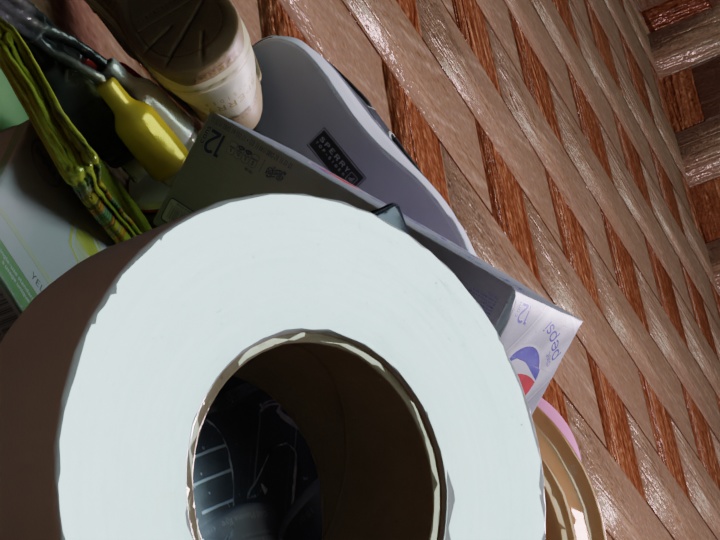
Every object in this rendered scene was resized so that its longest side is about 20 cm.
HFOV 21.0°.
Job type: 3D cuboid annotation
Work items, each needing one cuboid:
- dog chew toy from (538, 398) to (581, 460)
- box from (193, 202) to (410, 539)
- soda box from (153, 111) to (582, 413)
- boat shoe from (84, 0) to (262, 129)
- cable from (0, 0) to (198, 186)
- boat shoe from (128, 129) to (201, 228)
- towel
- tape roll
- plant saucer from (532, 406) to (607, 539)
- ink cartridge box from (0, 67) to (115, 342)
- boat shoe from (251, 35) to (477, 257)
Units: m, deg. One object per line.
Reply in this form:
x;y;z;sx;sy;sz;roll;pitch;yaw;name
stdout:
0.070;0.156;1.208;0.125;0.124;0.200;62;26;-21;dog chew toy
-0.047;0.096;0.762;0.200;0.104;0.183;-26;97;-41;box
0.000;0.000;0.889;0.200;0.064;0.068;32;5;35;soda box
-0.108;-0.142;1.028;0.200;0.071;0.065;60;-1;43;boat shoe
-0.143;-0.115;0.950;0.200;0.050;0.097;54;6;-37;cable
-0.071;-0.052;1.084;0.200;0.071;0.063;-56;136;-66;boat shoe
-0.118;-0.042;0.896;0.086;0.018;0.200;59;-2;21;towel
-0.032;0.079;0.662;0.202;0.071;0.204;10;73;-36;tape roll
0.016;0.136;0.899;0.032;0.199;0.201;85;-13;-80;plant saucer
-0.129;-0.004;0.877;0.146;0.048;0.200;60;21;-27;ink cartridge box
0.006;-0.039;1.033;0.200;0.070;0.066;51;17;10;boat shoe
